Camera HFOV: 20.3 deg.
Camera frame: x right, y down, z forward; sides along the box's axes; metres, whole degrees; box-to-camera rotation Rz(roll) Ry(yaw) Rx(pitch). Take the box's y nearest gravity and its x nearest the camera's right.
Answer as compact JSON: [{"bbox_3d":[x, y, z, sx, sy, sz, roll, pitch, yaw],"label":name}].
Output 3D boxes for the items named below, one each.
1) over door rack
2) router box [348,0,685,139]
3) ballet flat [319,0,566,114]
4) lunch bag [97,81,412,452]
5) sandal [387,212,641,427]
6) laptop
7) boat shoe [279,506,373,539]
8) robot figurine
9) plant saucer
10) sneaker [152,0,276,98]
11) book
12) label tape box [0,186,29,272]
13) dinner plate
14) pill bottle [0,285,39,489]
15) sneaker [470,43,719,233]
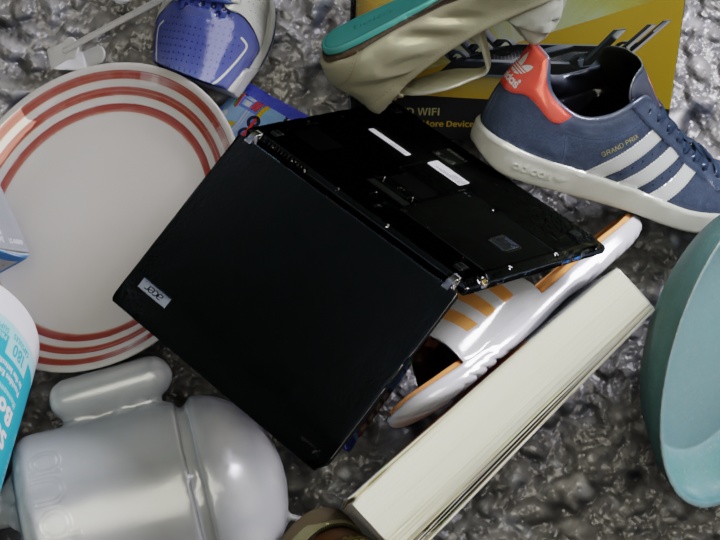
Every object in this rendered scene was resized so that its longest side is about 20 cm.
[{"bbox_3d":[-0.150,-0.217,1.184,0.066,0.200,0.149,-7,78,-41],"label":"over door rack"},{"bbox_3d":[0.093,-0.158,1.209,0.199,0.158,0.052,0,35,-2],"label":"router box"},{"bbox_3d":[0.071,-0.148,1.141,0.199,0.069,0.070,-26,81,22],"label":"ballet flat"},{"bbox_3d":[-0.049,-0.014,1.217,0.199,0.094,0.151,32,79,18],"label":"lunch bag"},{"bbox_3d":[0.077,0.015,1.160,0.206,0.079,0.059,-39,88,-29],"label":"sandal"},{"bbox_3d":[0.000,0.000,1.120,0.177,0.199,0.104,37,124,31],"label":"laptop"},{"bbox_3d":[-0.051,0.233,1.140,0.068,0.072,0.201,40,106,44],"label":"boat shoe"},{"bbox_3d":[-0.128,0.139,1.162,0.199,0.113,0.171,-14,93,-5],"label":"robot figurine"},{"bbox_3d":[0.219,0.039,1.178,0.036,0.200,0.201,22,77,36],"label":"plant saucer"},{"bbox_3d":[-0.083,-0.217,1.217,0.080,0.115,0.200,17,79,19],"label":"sneaker"},{"bbox_3d":[0.074,0.082,1.171,0.200,0.134,0.048,-43,90,-8],"label":"book"},{"bbox_3d":[-0.306,-0.067,1.197,0.143,0.066,0.201,-27,84,10],"label":"label tape box"},{"bbox_3d":[-0.159,-0.031,1.208,0.199,0.024,0.201,-9,65,19],"label":"dinner plate"},{"bbox_3d":[-0.246,0.101,1.086,0.110,0.111,0.201,9,47,-1],"label":"pill bottle"},{"bbox_3d":[0.166,-0.082,1.186,0.199,0.075,0.085,11,115,-29],"label":"sneaker"}]
